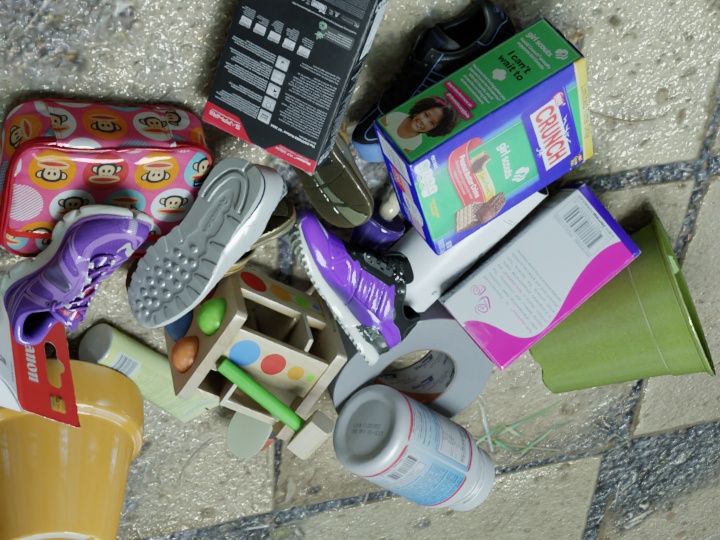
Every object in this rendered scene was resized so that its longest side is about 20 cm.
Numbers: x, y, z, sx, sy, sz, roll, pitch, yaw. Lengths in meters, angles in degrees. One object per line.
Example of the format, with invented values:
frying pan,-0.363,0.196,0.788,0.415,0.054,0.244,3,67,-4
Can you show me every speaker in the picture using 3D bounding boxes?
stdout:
speaker,0.110,-0.046,1.530,0.081,0.081,0.200,27,118,-39

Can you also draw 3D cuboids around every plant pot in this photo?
plant pot,0.294,0.059,1.654,0.190,0.200,0.200,-20,138,14
plant pot,-0.331,0.222,1.498,0.200,0.183,0.200,-5,147,-4

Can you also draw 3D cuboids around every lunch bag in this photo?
lunch bag,-0.253,-0.076,1.354,0.200,0.082,0.176,0,136,-24

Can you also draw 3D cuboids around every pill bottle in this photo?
pill bottle,0.069,0.216,1.653,0.109,0.109,0.200,-41,134,18

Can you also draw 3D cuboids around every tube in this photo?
tube,-0.233,0.121,1.577,0.200,0.058,0.052,37,72,-45

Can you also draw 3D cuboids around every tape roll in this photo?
tape roll,0.055,0.108,1.668,0.200,0.066,0.200,-11,135,-11

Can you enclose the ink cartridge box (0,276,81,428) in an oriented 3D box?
ink cartridge box,-0.357,0.059,1.377,0.200,0.161,0.050,23,124,-37

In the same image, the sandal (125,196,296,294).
sandal,-0.151,-0.019,1.449,0.200,0.080,0.054,-30,134,12

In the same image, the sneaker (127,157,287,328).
sneaker,-0.145,-0.020,1.363,0.200,0.076,0.080,-48,163,13

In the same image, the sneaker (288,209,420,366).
sneaker,0.000,0.000,1.479,0.099,0.070,0.200,-32,121,-1

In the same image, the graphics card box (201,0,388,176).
graphics card box,-0.060,-0.201,1.286,0.125,0.051,0.200,27,127,7

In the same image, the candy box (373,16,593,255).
candy box,0.127,-0.129,1.379,0.200,0.077,0.169,-34,149,-7

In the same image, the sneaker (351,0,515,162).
sneaker,0.064,-0.192,1.383,0.200,0.070,0.078,-38,134,5

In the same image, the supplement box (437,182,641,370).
supplement box,0.193,0.005,1.547,0.200,0.103,0.101,-40,94,-1

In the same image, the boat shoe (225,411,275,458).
boat shoe,-0.089,0.134,1.637,0.200,0.071,0.063,-57,167,21

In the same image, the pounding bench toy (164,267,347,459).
pounding bench toy,-0.114,0.096,1.469,0.156,0.200,0.124,25,115,-28

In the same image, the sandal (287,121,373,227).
sandal,-0.039,-0.134,1.390,0.082,0.055,0.200,-13,122,32

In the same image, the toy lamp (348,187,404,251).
toy lamp,0.053,-0.096,1.476,0.058,0.058,0.200,15,124,-33

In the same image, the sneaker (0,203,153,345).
sneaker,-0.262,0.008,1.320,0.081,0.083,0.200,17,137,-42
